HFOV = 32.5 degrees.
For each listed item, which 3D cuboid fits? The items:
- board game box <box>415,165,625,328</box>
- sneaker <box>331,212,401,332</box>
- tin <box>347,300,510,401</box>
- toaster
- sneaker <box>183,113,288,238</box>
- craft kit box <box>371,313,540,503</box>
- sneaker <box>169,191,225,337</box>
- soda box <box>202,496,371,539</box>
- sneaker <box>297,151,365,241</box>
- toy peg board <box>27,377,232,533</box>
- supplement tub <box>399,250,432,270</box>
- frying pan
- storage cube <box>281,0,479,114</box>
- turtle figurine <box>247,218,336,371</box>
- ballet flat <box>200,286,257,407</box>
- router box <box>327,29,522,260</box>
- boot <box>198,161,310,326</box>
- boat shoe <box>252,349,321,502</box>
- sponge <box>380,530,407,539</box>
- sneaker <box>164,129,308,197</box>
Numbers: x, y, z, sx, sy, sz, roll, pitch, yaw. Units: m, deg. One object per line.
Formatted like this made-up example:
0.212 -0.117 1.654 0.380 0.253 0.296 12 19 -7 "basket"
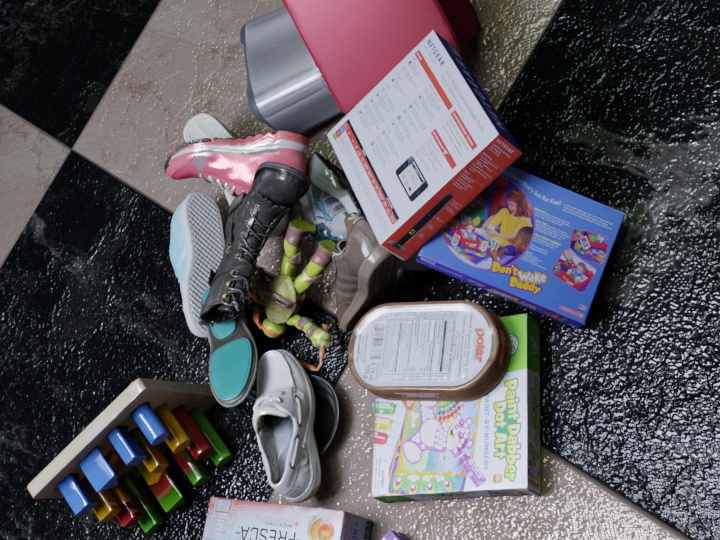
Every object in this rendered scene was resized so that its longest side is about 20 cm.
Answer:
0.178 -0.037 1.384 0.198 0.045 0.135 23 82 2 "board game box"
0.000 0.000 1.465 0.070 0.200 0.076 -28 71 -25 "sneaker"
0.075 0.092 1.416 0.198 0.042 0.113 -4 73 31 "tin"
-0.080 -0.269 1.659 0.128 0.113 0.202 -23 57 24 "toaster"
-0.160 -0.127 1.689 0.075 0.085 0.201 -36 80 3 "sneaker"
0.109 0.160 1.414 0.196 0.048 0.202 -9 67 26 "craft kit box"
-0.221 0.000 1.682 0.082 0.073 0.202 -31 57 55 "sneaker"
-0.089 0.312 1.460 0.198 0.068 0.064 0 71 33 "soda box"
-0.026 -0.063 1.578 0.087 0.077 0.200 -51 44 13 "sneaker"
-0.267 0.241 1.534 0.200 0.199 0.098 -44 70 10 "toy peg board"
0.071 -0.112 1.497 0.122 0.122 0.202 -17 64 25 "supplement tub"
-0.102 0.188 1.541 0.189 0.031 0.116 -3 68 34 "frying pan"
0.028 -0.330 1.539 0.199 0.181 0.171 -23 16 21 "storage cube"
-0.095 0.020 1.557 0.200 0.064 0.162 43 116 40 "turtle figurine"
-0.158 0.100 1.563 0.067 0.064 0.201 -24 47 8 "ballet flat"
0.066 -0.142 1.384 0.179 0.049 0.201 -42 45 19 "router box"
-0.133 -0.025 1.512 0.200 0.069 0.175 -39 31 56 "boot"
-0.096 0.176 1.483 0.070 0.069 0.201 -31 54 21 "boat shoe"
0.065 0.392 1.355 0.112 0.030 0.200 -52 54 4 "sponge"
-0.163 -0.127 1.601 0.198 0.074 0.088 -7 81 14 "sneaker"
